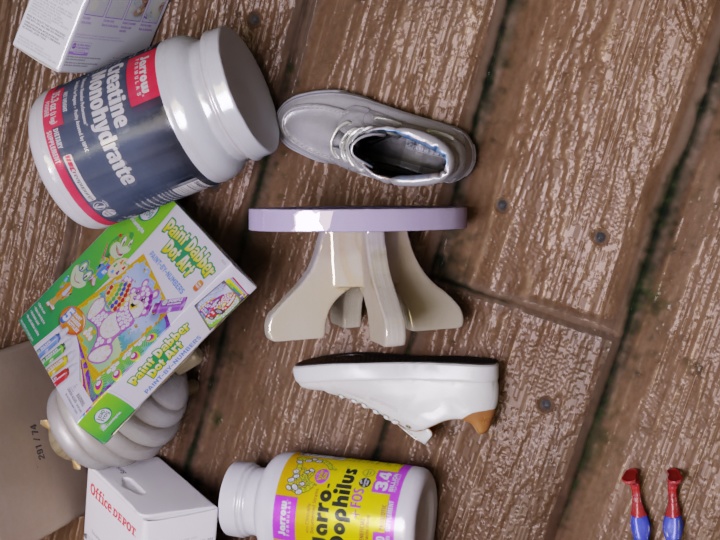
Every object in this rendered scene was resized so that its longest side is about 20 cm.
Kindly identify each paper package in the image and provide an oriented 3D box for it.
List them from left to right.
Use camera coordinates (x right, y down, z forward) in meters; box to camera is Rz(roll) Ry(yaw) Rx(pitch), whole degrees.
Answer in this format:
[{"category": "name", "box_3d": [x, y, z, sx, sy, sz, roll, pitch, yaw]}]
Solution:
[{"category": "paper package", "box_3d": [-0.377, 0.186, 1.228, 0.103, 0.191, 0.201, -15, 92, 19]}]

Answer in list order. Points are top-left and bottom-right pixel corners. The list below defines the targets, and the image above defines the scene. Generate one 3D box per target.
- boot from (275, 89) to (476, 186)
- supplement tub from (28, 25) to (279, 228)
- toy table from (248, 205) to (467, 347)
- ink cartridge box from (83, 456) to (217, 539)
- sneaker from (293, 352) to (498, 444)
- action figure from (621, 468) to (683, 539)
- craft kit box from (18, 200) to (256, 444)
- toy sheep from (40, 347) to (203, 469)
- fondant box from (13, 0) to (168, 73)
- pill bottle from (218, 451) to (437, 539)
[{"category": "boot", "box_3d": [0.002, -0.122, 1.108, 0.199, 0.096, 0.074, 11, 102, 16]}, {"category": "supplement tub", "box_3d": [-0.191, -0.133, 1.125, 0.199, 0.140, 0.141, -20, 92, 14]}, {"category": "toy table", "box_3d": [0.000, 0.000, 1.095, 0.199, 0.184, 0.118, -2, 95, -5]}, {"category": "ink cartridge box", "box_3d": [-0.216, 0.307, 1.215, 0.145, 0.084, 0.201, 23, 111, 52]}, {"category": "sneaker", "box_3d": [0.030, 0.123, 1.149, 0.199, 0.073, 0.085, 2, 97, 16]}, {"category": "action figure", "box_3d": [0.274, 0.285, 1.111, 0.065, 0.052, 0.201, -5, 99, 15]}, {"category": "craft kit box", "box_3d": [-0.215, 0.032, 1.138, 0.198, 0.049, 0.200, -44, 40, -4]}, {"category": "toy sheep", "box_3d": [-0.234, 0.128, 1.204, 0.200, 0.138, 0.138, -38, 86, 19]}, {"category": "fondant box", "box_3d": [-0.228, -0.285, 1.132, 0.058, 0.144, 0.201, 31, 106, 13]}, {"category": "pill bottle", "box_3d": [-0.032, 0.232, 1.170, 0.199, 0.104, 0.105, 3, 99, 17]}]
